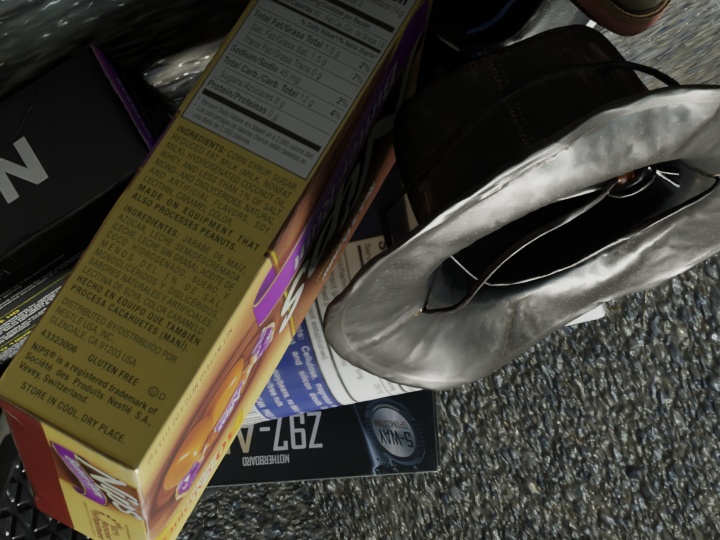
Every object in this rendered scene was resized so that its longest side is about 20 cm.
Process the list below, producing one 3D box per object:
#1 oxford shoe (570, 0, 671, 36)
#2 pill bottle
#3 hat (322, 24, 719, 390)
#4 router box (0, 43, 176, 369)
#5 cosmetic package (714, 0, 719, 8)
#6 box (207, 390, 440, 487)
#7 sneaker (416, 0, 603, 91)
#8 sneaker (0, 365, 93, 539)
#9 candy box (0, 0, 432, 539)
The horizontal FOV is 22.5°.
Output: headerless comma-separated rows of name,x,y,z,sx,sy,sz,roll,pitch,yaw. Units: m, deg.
oxford shoe,0.083,-0.134,0.634,0.074,0.071,0.200,-49,162,18
pill bottle,0.000,0.000,0.784,0.199,0.111,0.111,-12,176,9
hat,0.060,-0.036,0.652,0.200,0.081,0.201,-23,159,-9
router box,-0.151,0.003,0.677,0.200,0.051,0.149,-33,172,3
cosmetic package,0.266,-0.194,0.864,0.199,0.123,0.200,-35,174,24
box,-0.049,0.083,0.933,0.160,0.044,0.200,-4,176,-6
sneaker,0.040,-0.097,0.798,0.200,0.073,0.112,-45,165,29
sneaker,-0.151,0.074,0.776,0.083,0.072,0.200,-19,-143,22
candy box,-0.045,-0.008,0.627,0.200,0.056,0.117,-58,170,-23
